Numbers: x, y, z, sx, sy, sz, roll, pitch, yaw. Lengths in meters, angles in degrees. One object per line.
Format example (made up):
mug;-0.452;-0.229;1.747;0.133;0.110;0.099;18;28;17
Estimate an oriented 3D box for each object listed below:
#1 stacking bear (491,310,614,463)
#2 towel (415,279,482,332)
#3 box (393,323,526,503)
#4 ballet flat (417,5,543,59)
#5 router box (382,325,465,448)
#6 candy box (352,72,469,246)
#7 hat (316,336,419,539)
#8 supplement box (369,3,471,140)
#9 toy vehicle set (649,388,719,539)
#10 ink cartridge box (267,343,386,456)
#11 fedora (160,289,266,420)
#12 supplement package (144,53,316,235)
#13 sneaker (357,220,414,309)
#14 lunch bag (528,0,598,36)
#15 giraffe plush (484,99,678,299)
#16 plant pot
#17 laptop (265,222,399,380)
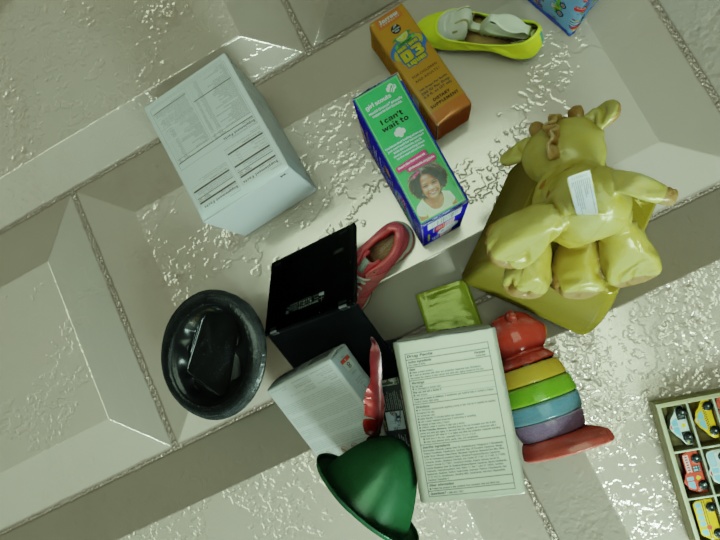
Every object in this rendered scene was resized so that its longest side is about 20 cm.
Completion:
stacking bear;0.245;0.153;0.710;0.114;0.121;0.200;-18;73;0
towel;0.154;0.119;0.770;0.086;0.018;0.200;-18;83;8
box;0.127;0.177;0.652;0.128;0.109;0.200;-10;84;11
ballet flat;0.182;-0.374;0.775;0.200;0.067;0.067;15;89;11
router box;0.098;0.195;0.746;0.157;0.052;0.200;-12;84;17
candy box;0.072;-0.149;0.726;0.077;0.169;0.200;-29;82;3
hat;0.054;0.227;0.652;0.166;0.200;0.176;35;85;31
supplement box;0.091;-0.309;0.787;0.067;0.069;0.200;-33;79;4
toy vehicle set;0.495;0.269;0.693;0.124;0.027;0.200;-15;84;9
ink cartridge box;-0.026;0.221;0.751;0.162;0.050;0.200;-32;99;39
fedora;-0.213;0.127;0.792;0.200;0.092;0.201;1;93;18
supplement package;-0.195;-0.185;0.785;0.151;0.152;0.200;-31;81;7
sneaker;0.000;0.000;0.769;0.074;0.087;0.200;40;96;11
lunch bag;0.267;-0.463;0.723;0.200;0.151;0.094;40;93;10
giraffe plush;0.216;-0.085;0.530;0.172;0.200;0.162;-2;53;11
plant pot;0.271;-0.046;0.672;0.200;0.176;0.200;25;85;10
laptop;-0.041;0.066;0.766;0.187;0.116;0.200;-22;56;36
